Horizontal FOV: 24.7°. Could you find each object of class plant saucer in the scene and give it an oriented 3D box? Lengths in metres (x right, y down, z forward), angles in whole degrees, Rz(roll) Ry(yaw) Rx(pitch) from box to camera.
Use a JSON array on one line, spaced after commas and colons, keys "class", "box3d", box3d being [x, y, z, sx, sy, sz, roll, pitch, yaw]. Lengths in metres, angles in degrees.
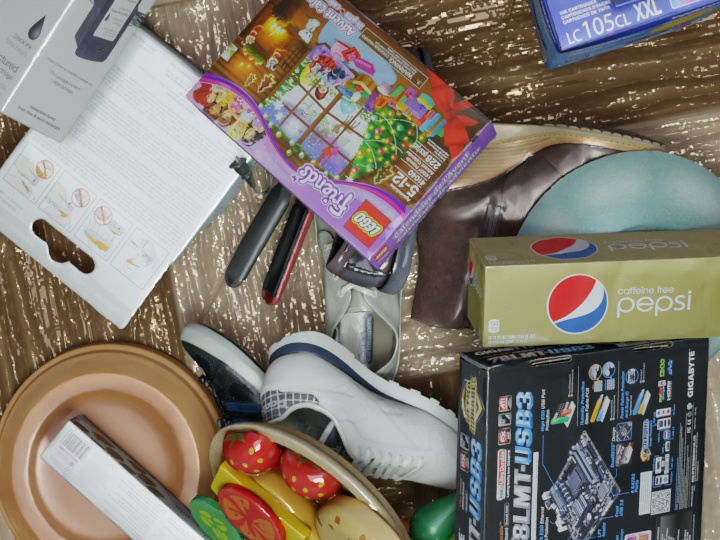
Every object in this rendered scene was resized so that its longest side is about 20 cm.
[{"class": "plant saucer", "box3d": [0.213, 0.011, 1.260, 0.199, 0.039, 0.203, -2, 110, -6]}, {"class": "plant saucer", "box3d": [-0.202, 0.159, 1.325, 0.198, 0.037, 0.202, 0, 91, 3]}]

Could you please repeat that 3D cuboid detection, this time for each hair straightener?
[{"class": "hair straightener", "box3d": [-0.061, -0.076, 1.277, 0.076, 0.041, 0.201, 22, 98, -24]}]

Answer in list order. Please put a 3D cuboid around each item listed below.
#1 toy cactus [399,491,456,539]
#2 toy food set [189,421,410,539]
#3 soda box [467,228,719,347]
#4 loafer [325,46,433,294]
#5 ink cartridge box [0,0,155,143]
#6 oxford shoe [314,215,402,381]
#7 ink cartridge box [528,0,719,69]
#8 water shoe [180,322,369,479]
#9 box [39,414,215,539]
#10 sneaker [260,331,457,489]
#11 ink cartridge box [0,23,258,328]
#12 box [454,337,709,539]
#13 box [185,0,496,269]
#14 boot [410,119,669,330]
[{"class": "toy cactus", "box3d": [0.097, 0.189, 1.257, 0.198, 0.103, 0.166, -8, 128, -5]}, {"class": "toy food set", "box3d": [-0.038, 0.194, 1.211, 0.199, 0.198, 0.049, 39, 58, 7]}, {"class": "soda box", "box3d": [0.180, 0.012, 1.199, 0.198, 0.068, 0.065, -3, 109, -6]}, {"class": "loafer", "box3d": [0.015, -0.084, 1.266, 0.062, 0.072, 0.202, 11, 73, -14]}, {"class": "ink cartridge box", "box3d": [-0.241, -0.226, 1.273, 0.144, 0.084, 0.201, 36, 94, 29]}, {"class": "oxford shoe", "box3d": [0.000, 0.000, 1.299, 0.074, 0.058, 0.202, -3, 88, 8]}, {"class": "ink cartridge box", "box3d": [0.195, -0.209, 1.210, 0.135, 0.200, 0.077, -18, 90, 4]}, {"class": "water shoe", "box3d": [-0.082, 0.128, 1.294, 0.200, 0.072, 0.079, 44, 84, 1]}, {"class": "box", "box3d": [-0.162, 0.193, 1.285, 0.200, 0.039, 0.042, 40, 95, 2]}, {"class": "sneaker", "box3d": [0.007, 0.128, 1.259, 0.199, 0.081, 0.076, 29, 131, -21]}, {"class": "ink cartridge box", "box3d": [-0.187, -0.081, 1.319, 0.162, 0.050, 0.201, 38, 98, 2]}, {"class": "box", "box3d": [0.163, 0.150, 1.211, 0.197, 0.050, 0.202, -6, 103, -25]}, {"class": "box", "box3d": [-0.015, -0.117, 1.234, 0.200, 0.039, 0.137, 41, 89, 18]}, {"class": "boot", "box3d": [0.138, -0.033, 1.292, 0.198, 0.072, 0.168, 3, 99, 6]}]
